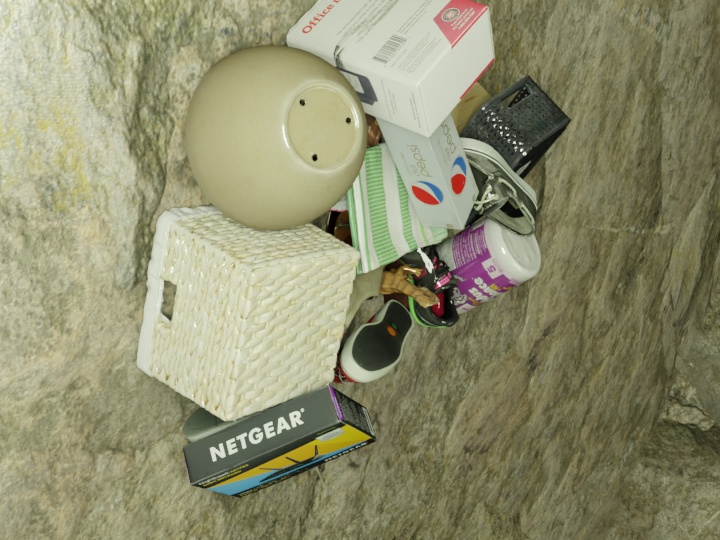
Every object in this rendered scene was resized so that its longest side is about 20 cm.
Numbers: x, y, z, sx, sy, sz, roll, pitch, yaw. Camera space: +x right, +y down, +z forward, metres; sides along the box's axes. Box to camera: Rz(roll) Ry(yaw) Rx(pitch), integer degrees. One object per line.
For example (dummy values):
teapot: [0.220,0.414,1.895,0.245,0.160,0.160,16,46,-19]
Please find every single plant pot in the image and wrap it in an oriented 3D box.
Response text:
plant pot: [-0.068,-0.144,1.075,0.197,0.134,0.204,-1,92,-30]

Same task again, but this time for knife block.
knife block: [0.098,-0.205,1.442,0.199,0.063,0.178,27,88,-58]

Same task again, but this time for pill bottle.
pill bottle: [0.164,-0.002,1.538,0.112,0.199,0.114,29,46,-35]

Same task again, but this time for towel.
towel: [0.048,-0.091,1.315,0.199,0.023,0.155,-24,110,-50]

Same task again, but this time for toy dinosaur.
toy dinosaur: [0.017,0.012,1.375,0.106,0.197,0.061,-46,127,-48]

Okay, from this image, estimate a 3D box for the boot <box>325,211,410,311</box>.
boot: [0.022,-0.020,1.447,0.199,0.068,0.191,-4,117,-51]

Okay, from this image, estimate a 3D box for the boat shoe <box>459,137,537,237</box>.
boat shoe: [0.177,-0.111,1.388,0.199,0.070,0.065,30,47,-35]

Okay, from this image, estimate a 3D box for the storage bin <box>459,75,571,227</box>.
storage bin: [0.201,-0.172,1.499,0.135,0.094,0.200,-35,169,-38]

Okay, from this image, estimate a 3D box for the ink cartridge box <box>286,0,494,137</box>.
ink cartridge box: [0.035,-0.260,1.193,0.145,0.198,0.085,-49,146,-23]

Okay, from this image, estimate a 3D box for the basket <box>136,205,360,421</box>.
basket: [-0.131,0.041,1.184,0.199,0.160,0.201,-11,120,-50]

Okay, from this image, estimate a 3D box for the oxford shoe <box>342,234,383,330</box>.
oxford shoe: [0.000,0.000,1.331,0.075,0.070,0.200,53,50,-15]

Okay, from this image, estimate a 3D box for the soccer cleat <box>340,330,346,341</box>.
soccer cleat: [-0.089,0.113,1.378,0.201,0.066,0.077,-51,140,-18]

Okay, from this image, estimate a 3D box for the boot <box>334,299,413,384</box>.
boot: [-0.008,0.132,1.430,0.144,0.072,0.200,-44,180,26]

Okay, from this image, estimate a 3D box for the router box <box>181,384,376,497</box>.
router box: [-0.095,0.210,1.234,0.198,0.052,0.149,-24,156,10]

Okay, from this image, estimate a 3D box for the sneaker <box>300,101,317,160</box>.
sneaker: [-0.086,-0.177,1.185,0.198,0.073,0.090,-1,107,-50]

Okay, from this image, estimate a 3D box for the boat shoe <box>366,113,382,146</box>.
boat shoe: [0.034,-0.238,1.295,0.202,0.067,0.072,-59,-175,-26]

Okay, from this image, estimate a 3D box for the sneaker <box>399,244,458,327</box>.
sneaker: [0.099,-0.006,1.437,0.077,0.083,0.202,-38,124,-28]

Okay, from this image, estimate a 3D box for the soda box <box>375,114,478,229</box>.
soda box: [0.086,-0.143,1.276,0.069,0.063,0.201,-64,144,-31]

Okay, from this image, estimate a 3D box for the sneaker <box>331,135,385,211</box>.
sneaker: [-0.023,-0.136,1.307,0.199,0.080,0.090,-30,129,-50]

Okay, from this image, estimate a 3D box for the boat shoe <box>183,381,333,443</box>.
boat shoe: [-0.125,0.187,1.299,0.199,0.074,0.066,-18,114,-15]
